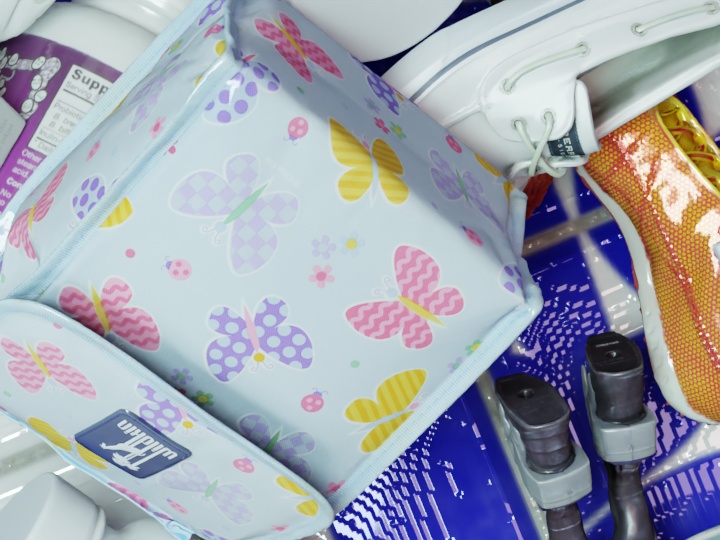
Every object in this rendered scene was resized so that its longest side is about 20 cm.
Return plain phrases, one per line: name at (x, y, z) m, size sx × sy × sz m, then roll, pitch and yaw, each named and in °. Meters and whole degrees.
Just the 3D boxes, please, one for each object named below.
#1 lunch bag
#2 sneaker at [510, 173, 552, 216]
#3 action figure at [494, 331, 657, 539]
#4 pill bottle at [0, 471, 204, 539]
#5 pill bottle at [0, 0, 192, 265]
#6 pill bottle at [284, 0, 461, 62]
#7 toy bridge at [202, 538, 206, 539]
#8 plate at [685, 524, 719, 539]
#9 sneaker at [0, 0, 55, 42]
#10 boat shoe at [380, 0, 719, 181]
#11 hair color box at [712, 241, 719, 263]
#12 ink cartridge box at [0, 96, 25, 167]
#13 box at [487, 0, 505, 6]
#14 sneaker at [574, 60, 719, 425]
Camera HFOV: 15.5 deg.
lunch bag at (-0.052, 0.013, 1.050) m, size 0.169 × 0.127 × 0.200 m, roll 38°, pitch 113°, yaw -20°
sneaker at (0.000, 0.000, 1.186) m, size 0.077 × 0.073 × 0.200 m, roll 41°, pitch 82°, yaw 15°
action figure at (0.110, 0.135, 1.172) m, size 0.130 × 0.069 × 0.201 m, roll -16°, pitch 109°, yaw -16°
pill bottle at (-0.078, 0.176, 1.136) m, size 0.200 × 0.111 × 0.111 m, roll 39°, pitch 89°, yaw -15°
pill bottle at (-0.126, -0.045, 1.161) m, size 0.112 × 0.112 × 0.201 m, roll 26°, pitch 76°, yaw 2°
pill bottle at (-0.039, -0.178, 1.124) m, size 0.114 × 0.114 × 0.200 m, roll -43°, pitch 50°, yaw 0°
toy bridge at (-0.057, 0.113, 1.184) m, size 0.199 × 0.067 × 0.027 m, roll 33°, pitch 89°, yaw 3°
plate at (0.167, 0.191, 1.158) m, size 0.199 × 0.026 × 0.201 m, roll -7°, pitch 114°, yaw -15°
sneaker at (-0.131, -0.174, 1.059) m, size 0.200 × 0.099 × 0.078 m, roll -47°, pitch 53°, yaw 23°
boat shoe at (0.076, -0.075, 1.106) m, size 0.200 × 0.074 × 0.067 m, roll -36°, pitch 60°, yaw 1°
hair color box at (0.234, 0.056, 1.092) m, size 0.099 × 0.061 × 0.201 m, roll -27°, pitch 87°, yaw 8°
ink cartridge box at (-0.227, -0.064, 1.029) m, size 0.068 × 0.200 × 0.116 m, roll 20°, pitch 75°, yaw 31°
box at (0.112, -0.210, 1.188) m, size 0.200 × 0.075 × 0.100 m, roll -40°, pitch 87°, yaw 2°
sneaker at (0.146, -0.033, 1.171) m, size 0.077 × 0.073 × 0.201 m, roll -23°, pitch 93°, yaw 38°
